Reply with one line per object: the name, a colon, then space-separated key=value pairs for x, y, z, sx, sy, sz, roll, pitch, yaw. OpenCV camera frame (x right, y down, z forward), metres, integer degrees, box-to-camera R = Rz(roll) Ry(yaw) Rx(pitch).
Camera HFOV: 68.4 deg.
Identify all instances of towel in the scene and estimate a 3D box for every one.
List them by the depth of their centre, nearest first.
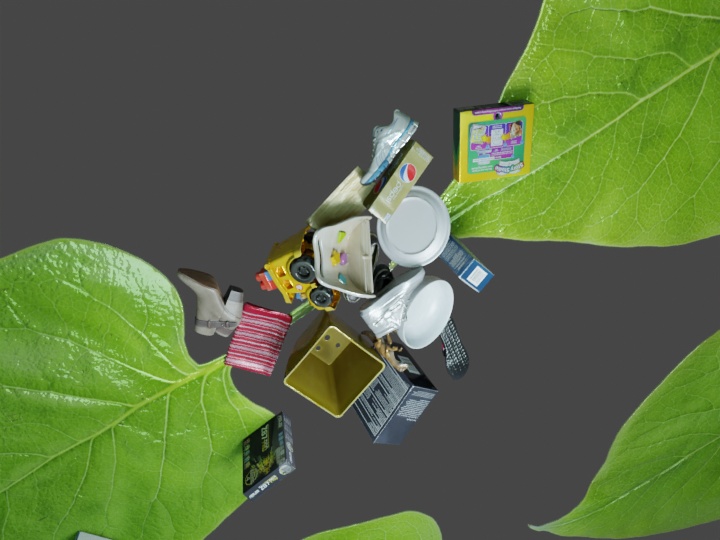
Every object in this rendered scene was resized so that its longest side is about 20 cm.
towel: x=-0.281 y=0.192 z=1.457 sx=0.141 sy=0.023 sz=0.205 roll=17 pitch=109 yaw=-17

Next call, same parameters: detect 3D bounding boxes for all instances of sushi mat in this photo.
sushi mat: x=-0.042 y=-0.164 z=1.353 sx=0.200 sy=0.012 sz=0.095 roll=-45 pitch=113 yaw=9

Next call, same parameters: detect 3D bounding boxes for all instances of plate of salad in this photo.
plate of salad: x=0.136 y=-0.111 z=1.357 sx=0.193 sy=0.048 sz=0.208 roll=-1 pitch=89 yaw=21

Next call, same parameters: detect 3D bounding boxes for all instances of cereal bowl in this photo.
cereal bowl: x=0.162 y=0.105 z=1.457 sx=0.196 sy=0.082 sz=0.206 roll=-23 pitch=126 yaw=-34

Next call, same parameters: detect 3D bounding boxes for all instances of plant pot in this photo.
plant pot: x=-0.080 y=0.227 z=1.428 sx=0.198 sy=0.177 sz=0.201 roll=37 pitch=102 yaw=-23

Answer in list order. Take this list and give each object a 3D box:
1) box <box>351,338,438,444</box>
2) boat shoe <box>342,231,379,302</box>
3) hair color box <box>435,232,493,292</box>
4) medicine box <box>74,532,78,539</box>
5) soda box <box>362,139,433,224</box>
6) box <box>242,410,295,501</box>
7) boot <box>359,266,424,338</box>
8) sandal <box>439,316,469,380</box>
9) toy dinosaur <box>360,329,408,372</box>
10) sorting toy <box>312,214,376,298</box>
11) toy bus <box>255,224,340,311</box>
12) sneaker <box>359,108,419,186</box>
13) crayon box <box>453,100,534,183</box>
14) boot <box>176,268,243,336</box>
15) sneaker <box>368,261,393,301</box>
box: x=0.080 y=0.337 z=1.486 sx=0.121 sy=0.201 sz=0.201 roll=20 pitch=111 yaw=-41
boat shoe: x=0.000 y=0.000 z=1.406 sx=0.071 sy=0.065 sz=0.206 roll=9 pitch=112 yaw=-17
hair color box: x=0.243 y=-0.041 z=1.353 sx=0.099 sy=0.201 sz=0.061 roll=32 pitch=106 yaw=-39
medicine box: x=-0.826 y=0.932 z=1.627 sx=0.179 sy=0.103 sz=0.203 roll=27 pitch=106 yaw=-21
soda box: x=0.091 y=-0.222 z=1.315 sx=0.063 sy=0.068 sz=0.202 roll=33 pitch=97 yaw=-23
box: x=-0.263 y=0.523 z=1.508 sx=0.159 sy=0.201 sz=0.049 roll=-35 pitch=118 yaw=7
boot: x=0.097 y=0.083 z=1.347 sx=0.197 sy=0.074 sz=0.097 roll=-35 pitch=105 yaw=0
sandal: x=0.272 y=0.227 z=1.581 sx=0.073 sy=0.045 sz=0.206 roll=-19 pitch=102 yaw=-8
toy dinosaur: x=0.051 y=0.191 z=1.418 sx=0.059 sy=0.199 sz=0.109 roll=-10 pitch=128 yaw=-38
sorting toy: x=-0.051 y=-0.032 z=1.294 sx=0.104 sy=0.178 sz=0.208 roll=-5 pitch=87 yaw=35
toy bus: x=-0.163 y=0.018 z=1.352 sx=0.187 sy=0.137 sz=0.203 roll=-20 pitch=120 yaw=18
sneaker: x=0.051 y=-0.301 z=1.289 sx=0.086 sy=0.075 sz=0.202 roll=37 pitch=98 yaw=-6
crayon box: x=0.332 y=-0.323 z=1.336 sx=0.193 sy=0.059 sz=0.178 roll=-8 pitch=116 yaw=-8
boot: x=-0.396 y=0.092 z=1.364 sx=0.195 sy=0.071 sz=0.149 roll=23 pitch=110 yaw=-19
sneaker: x=0.062 y=0.092 z=1.433 sx=0.070 sy=0.113 sz=0.206 roll=-9 pitch=115 yaw=-6
